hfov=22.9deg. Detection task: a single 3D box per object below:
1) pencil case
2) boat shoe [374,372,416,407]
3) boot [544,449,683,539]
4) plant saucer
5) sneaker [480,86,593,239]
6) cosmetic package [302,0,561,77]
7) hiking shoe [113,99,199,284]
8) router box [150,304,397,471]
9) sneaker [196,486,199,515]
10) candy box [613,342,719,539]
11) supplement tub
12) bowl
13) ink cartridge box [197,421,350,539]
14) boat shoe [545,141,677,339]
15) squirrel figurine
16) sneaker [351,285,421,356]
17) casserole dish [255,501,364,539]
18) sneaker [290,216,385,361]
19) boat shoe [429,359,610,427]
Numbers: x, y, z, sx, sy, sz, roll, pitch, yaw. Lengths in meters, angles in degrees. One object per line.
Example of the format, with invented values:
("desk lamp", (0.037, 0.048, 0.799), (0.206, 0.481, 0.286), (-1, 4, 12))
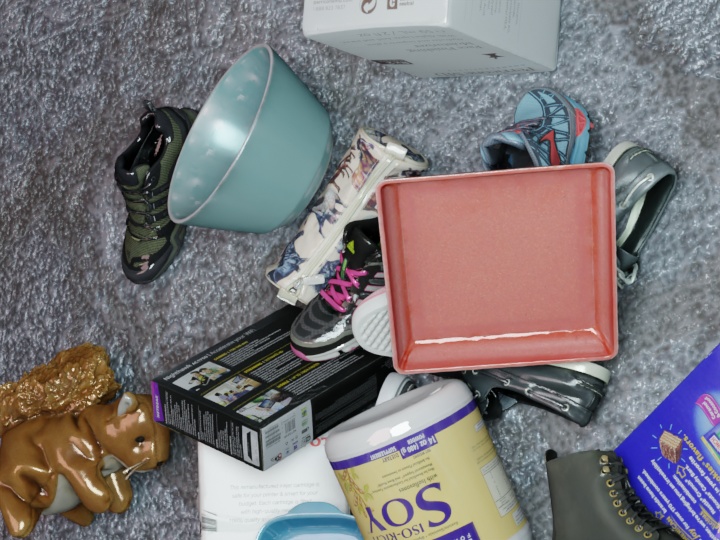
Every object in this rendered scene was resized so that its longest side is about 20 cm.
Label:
("pencil case", (-0.014, -0.052, 1.762), (0.200, 0.078, 0.089), (-55, 14, 17))
("boat shoe", (0.039, 0.200, 1.710), (0.057, 0.069, 0.200), (7, 90, 18))
("boot", (0.231, 0.204, 1.462), (0.200, 0.077, 0.139), (-13, 75, 37))
("plant saucer", (0.120, -0.007, 1.535), (0.199, 0.037, 0.200), (-4, 122, 4))
("sneaker", (0.155, -0.109, 1.605), (0.079, 0.095, 0.200), (-39, 31, 31))
("cosmetic package", (0.073, -0.281, 1.658), (0.165, 0.200, 0.165), (2, 84, 36))
("hiking shoe", (-0.236, -0.085, 1.921), (0.076, 0.101, 0.200), (16, 93, 37))
("router box", (-0.080, 0.109, 1.721), (0.149, 0.200, 0.051), (20, 124, 37))
("sneaker", (-0.139, 0.217, 1.830), (0.087, 0.074, 0.200), (-17, 69, 48))
("candy box", (0.304, 0.186, 1.501), (0.200, 0.077, 0.169), (-48, 61, 21))
("supplement tub", (0.068, 0.213, 1.604), (0.145, 0.145, 0.200), (-23, 92, 32))
("bowl", (-0.101, -0.116, 1.797), (0.201, 0.105, 0.201), (-47, 27, 33))
("ink cartridge box", (-0.084, 0.249, 1.735), (0.146, 0.084, 0.200), (-1, 79, -5))
("boat shoe", (0.221, -0.016, 1.594), (0.062, 0.073, 0.200), (28, 95, 39))
("squirrel figurine", (-0.297, 0.167, 1.915), (0.187, 0.141, 0.200), (-33, 68, 22))
("sneaker", (0.075, 0.012, 1.645), (0.105, 0.200, 0.075), (-122, 20, -49))
("casserole dish", (-0.040, 0.316, 1.648), (0.121, 0.039, 0.200), (-3, 73, 11))
("sneaker", (0.000, 0.000, 1.704), (0.200, 0.087, 0.074), (-42, 43, -4))
("boat shoe", (0.132, 0.108, 1.641), (0.199, 0.074, 0.066), (8, 77, 28))
